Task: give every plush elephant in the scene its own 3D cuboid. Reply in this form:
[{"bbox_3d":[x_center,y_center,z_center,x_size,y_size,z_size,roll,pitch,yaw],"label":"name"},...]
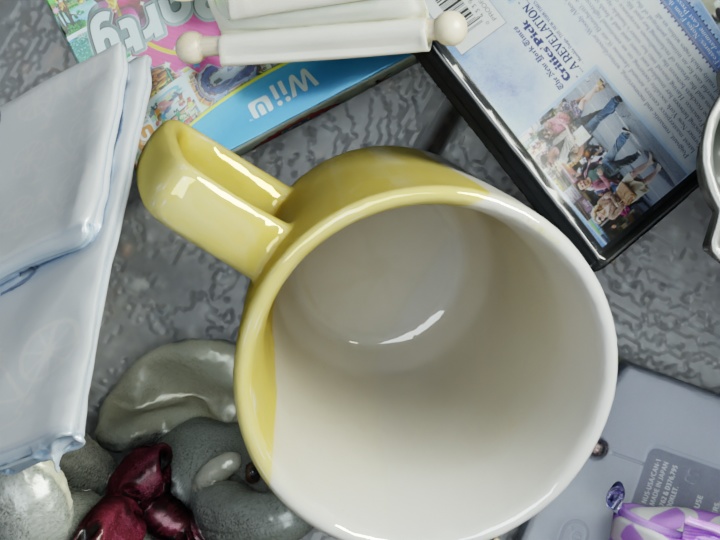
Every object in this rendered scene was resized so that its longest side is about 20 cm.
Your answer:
[{"bbox_3d":[-0.089,0.117,0.798,0.154,0.200,0.165,-23,102,-20],"label":"plush elephant"}]

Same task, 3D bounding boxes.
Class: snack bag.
[{"bbox_3d":[-0.171,0.014,0.744,0.188,0.021,0.200,-21,45,28],"label":"snack bag"}]

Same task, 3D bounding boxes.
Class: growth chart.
[{"bbox_3d":[-0.021,-0.173,0.710,0.144,0.018,0.201,8,111,20],"label":"growth chart"}]

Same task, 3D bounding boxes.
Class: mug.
[{"bbox_3d":[0.010,0.001,0.770,0.149,0.153,0.187,-24,110,1],"label":"mug"}]

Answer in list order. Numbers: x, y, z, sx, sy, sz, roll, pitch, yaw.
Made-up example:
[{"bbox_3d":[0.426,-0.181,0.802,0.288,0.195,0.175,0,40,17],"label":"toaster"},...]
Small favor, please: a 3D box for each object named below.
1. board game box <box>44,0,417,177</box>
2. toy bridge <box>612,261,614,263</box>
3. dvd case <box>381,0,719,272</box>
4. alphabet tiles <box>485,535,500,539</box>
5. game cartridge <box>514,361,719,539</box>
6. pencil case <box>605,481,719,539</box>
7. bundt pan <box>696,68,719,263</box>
[{"bbox_3d":[-0.075,-0.153,0.828,0.147,0.064,0.200,-28,93,-2],"label":"board game box"},{"bbox_3d":[0.157,-0.092,0.844,0.067,0.027,0.200,28,90,1],"label":"toy bridge"},{"bbox_3d":[0.119,-0.109,0.780,0.200,0.018,0.143,-38,89,-27],"label":"dvd case"},{"bbox_3d":[-0.015,0.188,0.757,0.015,0.200,0.196,42,129,-6],"label":"alphabet tiles"},{"bbox_3d":[0.131,0.150,0.838,0.133,0.041,0.201,19,90,-1],"label":"game cartridge"},{"bbox_3d":[0.130,0.195,0.778,0.084,0.085,0.201,9,90,2],"label":"pencil case"},{"bbox_3d":[0.223,-0.037,0.733,0.201,0.076,0.203,0,88,-4],"label":"bundt pan"}]
